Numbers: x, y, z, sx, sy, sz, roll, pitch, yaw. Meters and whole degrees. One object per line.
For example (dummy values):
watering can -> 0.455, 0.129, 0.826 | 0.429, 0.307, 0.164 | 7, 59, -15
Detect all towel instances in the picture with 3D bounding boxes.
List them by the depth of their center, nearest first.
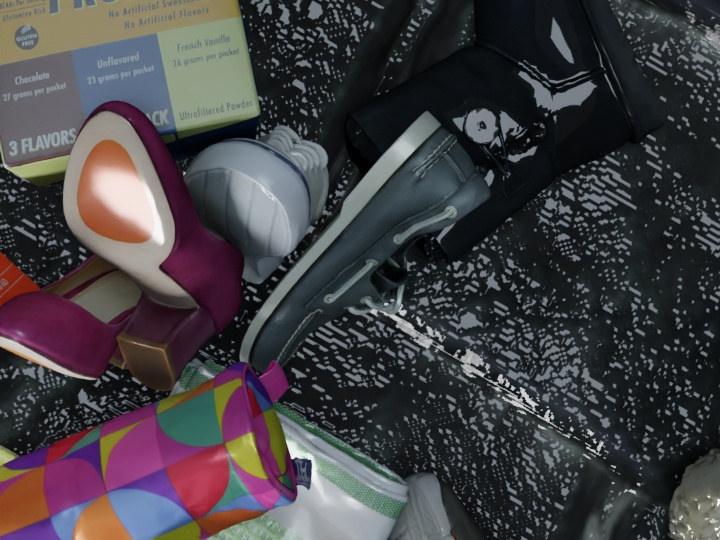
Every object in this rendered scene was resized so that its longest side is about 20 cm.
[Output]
towel -> -0.081, 0.169, 1.216 | 0.149, 0.031, 0.201 | 31, 93, 11

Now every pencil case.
pencil case -> -0.127, 0.119, 1.176 | 0.199, 0.088, 0.089 | -22, 91, 8

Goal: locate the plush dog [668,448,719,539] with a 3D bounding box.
plush dog -> 0.305, 0.148, 1.243 | 0.200, 0.160, 0.172 | -45, 118, 0

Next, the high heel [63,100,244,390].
high heel -> -0.100, -0.033, 1.125 | 0.067, 0.201, 0.096 | 19, 52, 15

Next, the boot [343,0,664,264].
boot -> 0.060, -0.123, 1.251 | 0.168, 0.076, 0.201 | -30, 98, -6

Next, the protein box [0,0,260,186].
protein box -> -0.139, -0.161, 1.180 | 0.134, 0.199, 0.201 | -12, 90, -4

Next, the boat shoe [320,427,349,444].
boat shoe -> -0.045, 0.190, 1.252 | 0.072, 0.063, 0.201 | 14, 89, -3

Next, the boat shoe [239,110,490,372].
boat shoe -> 0.000, 0.000, 1.214 | 0.062, 0.073, 0.200 | 40, 123, 1

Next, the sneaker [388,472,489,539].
sneaker -> 0.085, 0.202, 1.268 | 0.082, 0.077, 0.201 | -27, 92, -30

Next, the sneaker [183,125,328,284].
sneaker -> -0.052, -0.049, 1.188 | 0.073, 0.200, 0.071 | 35, 78, -2

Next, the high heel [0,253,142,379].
high heel -> -0.139, 0.006, 1.182 | 0.067, 0.200, 0.096 | 24, 94, 18

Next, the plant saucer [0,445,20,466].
plant saucer -> -0.254, 0.182, 1.236 | 0.199, 0.031, 0.201 | -4, 103, -17

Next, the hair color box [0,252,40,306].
hair color box -> -0.288, -0.012, 1.214 | 0.200, 0.064, 0.111 | 42, 131, -3
